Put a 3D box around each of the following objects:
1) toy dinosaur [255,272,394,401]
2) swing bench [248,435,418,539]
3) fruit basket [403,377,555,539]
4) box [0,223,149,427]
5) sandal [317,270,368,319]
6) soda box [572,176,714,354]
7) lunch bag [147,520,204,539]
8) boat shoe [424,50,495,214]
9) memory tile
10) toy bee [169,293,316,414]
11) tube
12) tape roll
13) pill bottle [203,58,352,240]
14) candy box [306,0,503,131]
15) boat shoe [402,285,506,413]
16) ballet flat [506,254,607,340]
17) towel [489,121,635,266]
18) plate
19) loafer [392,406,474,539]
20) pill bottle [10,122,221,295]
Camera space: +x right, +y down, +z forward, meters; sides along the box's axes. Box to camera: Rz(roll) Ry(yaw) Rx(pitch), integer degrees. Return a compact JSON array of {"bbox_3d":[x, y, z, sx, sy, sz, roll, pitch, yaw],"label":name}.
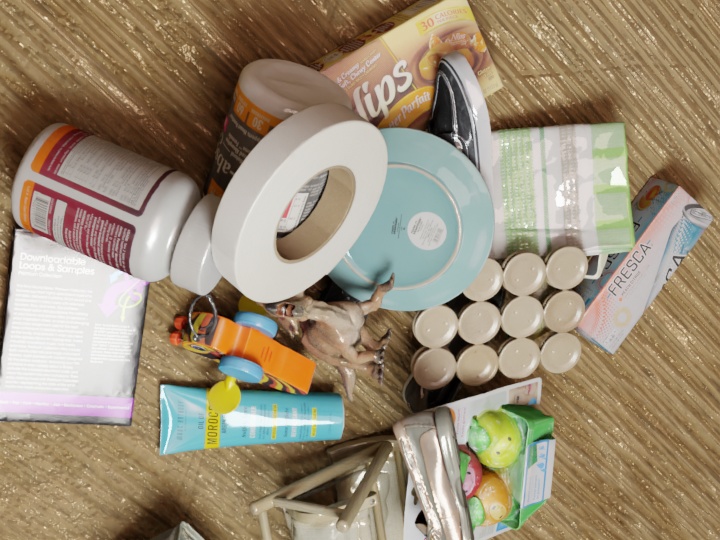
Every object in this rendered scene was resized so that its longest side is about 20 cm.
[{"bbox_3d":[-0.037,0.060,1.362,0.134,0.201,0.086,7,59,5],"label":"toy dinosaur"},{"bbox_3d":[0.000,0.309,1.438,0.200,0.129,0.201,-29,116,-50],"label":"swing bench"},{"bbox_3d":[0.127,0.222,1.420,0.199,0.093,0.187,-13,113,-45],"label":"fruit basket"},{"bbox_3d":[-0.292,0.057,1.331,0.142,0.036,0.202,6,103,-21],"label":"box"},{"bbox_3d":[-0.001,0.000,1.417,0.075,0.048,0.201,28,107,-20],"label":"sandal"},{"bbox_3d":[0.315,-0.006,1.512,0.068,0.064,0.201,36,91,-24],"label":"soda box"},{"bbox_3d":[-0.194,0.389,1.381,0.163,0.118,0.200,-28,117,26],"label":"lunch bag"},{"bbox_3d":[0.092,-0.124,1.348,0.067,0.072,0.201,-18,123,-15],"label":"boat shoe"},{"bbox_3d":[0.151,0.052,1.424,0.198,0.017,0.155,-6,112,-13],"label":"memory tile"},{"bbox_3d":[-0.139,0.068,1.365,0.131,0.108,0.201,-56,132,-32],"label":"toy bee"},{"bbox_3d":[-0.118,0.159,1.417,0.198,0.050,0.078,0,97,-14],"label":"tube"},{"bbox_3d":[-0.054,-0.061,1.225,0.202,0.037,0.204,-38,149,-27],"label":"tape roll"},{"bbox_3d":[-0.090,-0.097,1.295,0.115,0.117,0.201,10,120,-21],"label":"pill bottle"},{"bbox_3d":[0.038,-0.197,1.368,0.199,0.055,0.116,-31,112,-9],"label":"candy box"},{"bbox_3d":[0.116,0.079,1.468,0.067,0.057,0.201,27,94,-23],"label":"boat shoe"},{"bbox_3d":[0.234,0.008,1.479,0.070,0.071,0.201,26,92,-23],"label":"ballet flat"},{"bbox_3d":[0.198,-0.083,1.430,0.198,0.031,0.151,-6,96,-1],"label":"towel"},{"bbox_3d":[0.038,-0.047,1.342,0.198,0.026,0.202,4,111,10],"label":"plate"},{"bbox_3d":[0.078,0.237,1.337,0.062,0.072,0.202,-9,104,6],"label":"loafer"},{"bbox_3d":[-0.220,-0.056,1.241,0.199,0.110,0.110,23,97,9],"label":"pill bottle"}]
